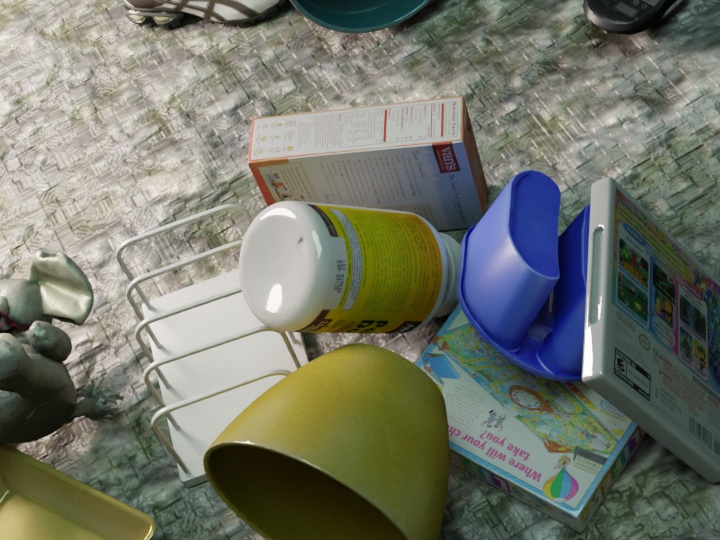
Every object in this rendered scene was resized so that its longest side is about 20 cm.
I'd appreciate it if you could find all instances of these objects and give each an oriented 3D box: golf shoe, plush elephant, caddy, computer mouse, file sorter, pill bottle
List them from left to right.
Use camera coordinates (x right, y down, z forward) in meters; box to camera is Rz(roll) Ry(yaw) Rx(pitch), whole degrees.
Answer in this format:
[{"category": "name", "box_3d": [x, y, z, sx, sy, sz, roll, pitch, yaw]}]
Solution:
[{"category": "plush elephant", "box_3d": [-0.315, 0.066, 1.404, 0.165, 0.200, 0.155, -44, 62, 29]}, {"category": "golf shoe", "box_3d": [-0.166, -0.311, 1.675, 0.199, 0.095, 0.078, -7, 55, 9]}, {"category": "file sorter", "box_3d": [-0.128, 0.060, 1.403, 0.138, 0.125, 0.200, -19, 54, 2]}, {"category": "pill bottle", "box_3d": [0.000, 0.000, 1.360, 0.109, 0.200, 0.110, -3, 86, 45]}, {"category": "caddy", "box_3d": [0.156, 0.010, 1.340, 0.141, 0.105, 0.200, 27, 34, -10]}, {"category": "computer mouse", "box_3d": [0.320, -0.280, 1.557, 0.140, 0.046, 0.200, 29, 64, 24]}]

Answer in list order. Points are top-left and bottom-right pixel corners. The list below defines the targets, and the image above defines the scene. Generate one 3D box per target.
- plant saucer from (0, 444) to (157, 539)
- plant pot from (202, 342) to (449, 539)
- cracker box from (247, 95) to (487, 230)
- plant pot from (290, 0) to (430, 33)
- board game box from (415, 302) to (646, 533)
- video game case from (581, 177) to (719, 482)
[{"category": "plant saucer", "box_3d": [-0.296, 0.270, 1.358, 0.200, 0.048, 0.200, 21, 66, 26]}, {"category": "plant pot", "box_3d": [-0.006, 0.145, 1.276, 0.200, 0.200, 0.142, 18, 58, 25]}, {"category": "cracker box", "box_3d": [0.010, -0.090, 1.457, 0.199, 0.134, 0.058, -4, 56, 12]}, {"category": "plant pot", "box_3d": [-0.021, -0.376, 1.628, 0.200, 0.200, 0.188, -28, 40, -4]}, {"category": "board game box", "box_3d": [0.137, 0.118, 1.347, 0.200, 0.034, 0.135, 27, 68, 28]}, {"category": "video game case", "box_3d": [0.242, 0.050, 1.271, 0.024, 0.200, 0.182, -18, 50, 36]}]
